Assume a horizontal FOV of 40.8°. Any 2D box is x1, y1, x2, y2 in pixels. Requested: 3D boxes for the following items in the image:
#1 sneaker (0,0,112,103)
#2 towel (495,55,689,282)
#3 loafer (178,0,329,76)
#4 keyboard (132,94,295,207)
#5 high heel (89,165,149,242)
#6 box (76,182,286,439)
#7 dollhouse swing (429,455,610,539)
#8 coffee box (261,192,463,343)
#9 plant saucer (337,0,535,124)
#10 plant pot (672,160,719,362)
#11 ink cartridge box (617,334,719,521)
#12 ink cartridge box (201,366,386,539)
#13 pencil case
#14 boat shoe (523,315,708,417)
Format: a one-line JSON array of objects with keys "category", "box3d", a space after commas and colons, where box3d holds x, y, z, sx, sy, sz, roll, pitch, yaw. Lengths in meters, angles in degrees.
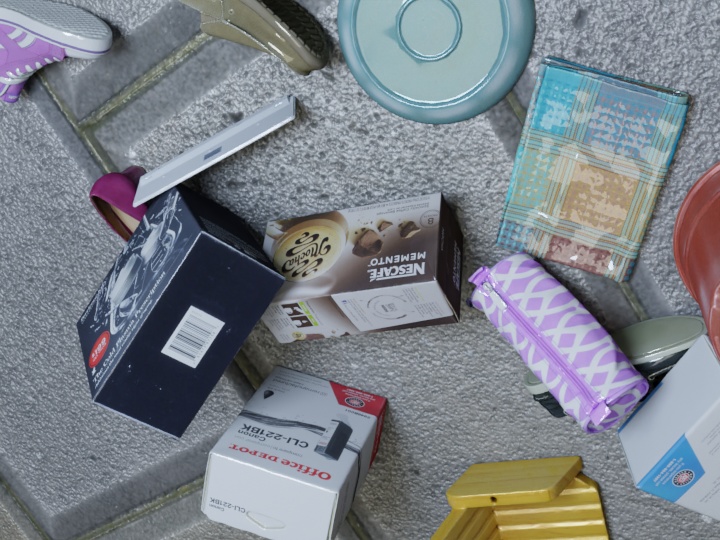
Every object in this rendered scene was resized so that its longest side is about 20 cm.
[{"category": "sneaker", "box3d": [-0.354, -0.234, 1.057, 0.200, 0.073, 0.115, 18, 120, 21]}, {"category": "towel", "box3d": [0.224, -0.096, 0.955, 0.146, 0.022, 0.201, 17, 116, 11]}, {"category": "loafer", "box3d": [-0.116, -0.256, 0.970, 0.200, 0.076, 0.068, 42, 119, 9]}, {"category": "keyboard", "box3d": [-0.154, -0.125, 1.020, 0.199, 0.056, 0.011, -27, 126, 13]}, {"category": "high heel", "box3d": [-0.237, -0.018, 1.089, 0.067, 0.096, 0.201, -25, 102, 25]}, {"category": "box", "box3d": [-0.193, 0.034, 1.002, 0.104, 0.182, 0.200, 30, 97, -28]}, {"category": "dollhouse swing", "box3d": [0.176, 0.341, 1.065, 0.181, 0.176, 0.201, -9, 108, 21]}, {"category": "coffee box", "box3d": [0.000, 0.000, 1.002, 0.199, 0.113, 0.080, -8, 142, 20]}, {"category": "plant saucer", "box3d": [0.069, -0.238, 0.942, 0.199, 0.027, 0.201, 7, 114, 15]}, {"category": "plant pot", "box3d": [0.380, 0.008, 0.851, 0.200, 0.195, 0.202, 6, 114, 14]}, {"category": "ink cartridge box", "box3d": [0.380, 0.170, 0.948, 0.199, 0.084, 0.145, 23, 119, -16]}, {"category": "ink cartridge box", "box3d": [-0.068, 0.202, 1.069, 0.144, 0.200, 0.084, 15, 116, 11]}, {"category": "pencil case", "box3d": [0.191, 0.067, 0.953, 0.084, 0.085, 0.200, -50, 59, 16]}, {"category": "boat shoe", "box3d": [0.270, 0.106, 0.995, 0.199, 0.075, 0.066, -24, 107, 23]}]
